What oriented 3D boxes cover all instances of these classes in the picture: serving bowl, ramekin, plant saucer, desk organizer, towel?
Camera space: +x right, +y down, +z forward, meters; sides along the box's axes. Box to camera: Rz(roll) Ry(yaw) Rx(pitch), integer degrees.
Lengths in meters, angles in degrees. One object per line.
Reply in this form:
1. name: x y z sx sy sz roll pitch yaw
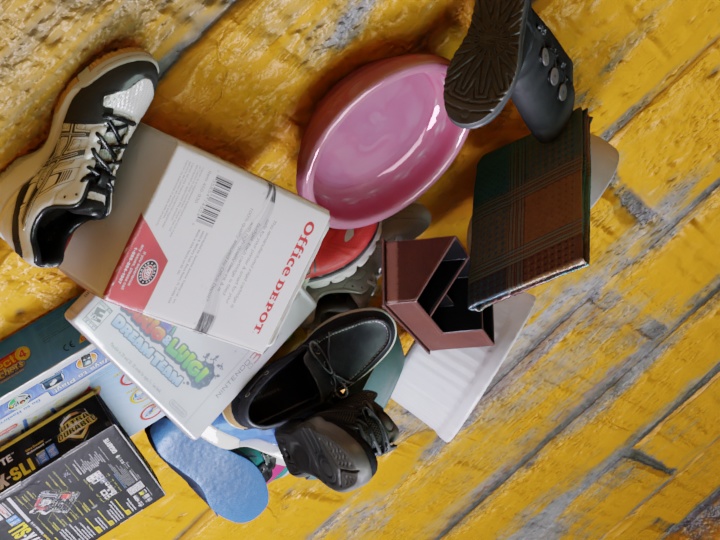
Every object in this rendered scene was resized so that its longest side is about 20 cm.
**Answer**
1. serving bowl: 0.184 -0.083 1.605 0.200 0.066 0.200 -43 -166 13
2. ramekin: 0.114 0.092 1.740 0.201 0.098 0.200 -59 177 -5
3. plant saucer: 0.017 -0.130 1.423 0.200 0.051 0.201 -29 147 -20
4. desk organizer: 0.084 0.027 1.552 0.077 0.072 0.200 -5 162 15
5. plant saucer: 0.000 0.153 1.657 0.200 0.036 0.200 -61 -177 6
6. towel: 0.172 -0.061 1.500 0.147 0.200 0.022 -25 133 35

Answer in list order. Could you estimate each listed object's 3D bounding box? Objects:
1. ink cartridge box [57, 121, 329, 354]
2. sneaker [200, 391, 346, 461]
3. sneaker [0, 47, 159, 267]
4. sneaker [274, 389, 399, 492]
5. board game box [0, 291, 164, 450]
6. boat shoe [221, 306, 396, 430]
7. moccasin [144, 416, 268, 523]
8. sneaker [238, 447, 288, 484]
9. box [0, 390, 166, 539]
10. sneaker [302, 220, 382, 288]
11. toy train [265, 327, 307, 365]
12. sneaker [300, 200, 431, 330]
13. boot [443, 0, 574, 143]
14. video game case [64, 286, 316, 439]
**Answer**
1. ink cartridge box: -0.141 -0.027 1.292 0.200 0.083 0.147 24 92 -48
2. sneaker: -0.096 0.133 1.542 0.200 0.077 0.111 25 106 -40
3. sneaker: -0.217 -0.086 1.195 0.200 0.088 0.076 -50 148 18
4. sneaker: -0.006 0.162 1.450 0.114 0.076 0.199 -24 -177 -18
5. board game box: -0.289 0.121 1.447 0.200 0.056 0.196 -31 151 -11
6. boat shoe: -0.045 0.102 1.481 0.200 0.062 0.075 -28 107 -17
7. moccasin: -0.169 0.205 1.647 0.080 0.068 0.200 -41 131 -8
8. sneaker: -0.118 0.196 1.729 0.121 0.084 0.200 -26 152 -39
9. box: -0.293 0.215 1.471 0.160 0.049 0.200 -31 151 -7
10. sneaker: -0.064 -0.023 1.476 0.200 0.077 0.085 -32 142 -16
11. toy train: -0.071 0.081 1.625 0.200 0.085 0.116 -38 136 -7
12. sneaker: 0.000 0.000 1.558 0.200 0.092 0.076 -30 150 -15
13. boot: 0.150 -0.176 1.439 0.165 0.066 0.200 -70 156 -13
14. video game case: -0.153 0.037 1.391 0.182 0.024 0.200 -48 129 -12
